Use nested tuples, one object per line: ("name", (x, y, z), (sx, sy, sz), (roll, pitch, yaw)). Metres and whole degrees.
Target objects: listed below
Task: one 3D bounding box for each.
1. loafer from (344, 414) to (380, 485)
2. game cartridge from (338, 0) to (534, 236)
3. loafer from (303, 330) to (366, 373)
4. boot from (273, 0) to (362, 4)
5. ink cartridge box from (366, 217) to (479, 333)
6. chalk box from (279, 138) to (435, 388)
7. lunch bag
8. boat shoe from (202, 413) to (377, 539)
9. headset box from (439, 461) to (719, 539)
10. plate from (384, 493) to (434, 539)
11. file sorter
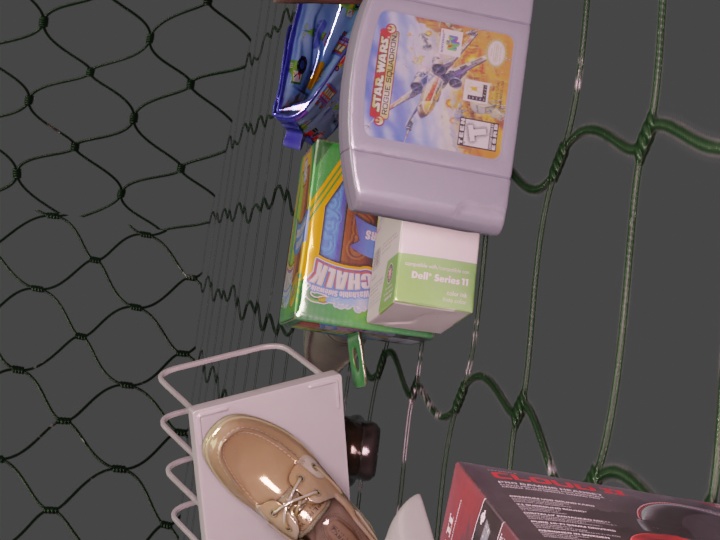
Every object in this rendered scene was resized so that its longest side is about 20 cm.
("loafer", (-0.031, 0.169, 1.666), (0.200, 0.071, 0.073), (138, 140, -75))
("game cartridge", (0.053, -0.134, 1.262), (0.042, 0.133, 0.200), (165, 113, -71))
("loafer", (-0.017, 0.043, 1.714), (0.070, 0.070, 0.200), (-78, 5, -46))
("boot", (0.029, -0.266, 1.323), (0.187, 0.200, 0.064), (109, 166, -47))
("ink cartridge box", (0.056, -0.059, 1.368), (0.117, 0.067, 0.200), (136, 141, -76))
("chalk box", (0.000, 0.000, 1.480), (0.125, 0.124, 0.200), (151, 128, -79))
("lunch bag", (-0.028, -0.213, 1.719), (0.151, 0.094, 0.200), (34, -103, -81))
("boat shoe", (-0.051, 0.195, 1.454), (0.072, 0.200, 0.065), (-47, 26, -6))
("headset box", (0.111, 0.132, 0.604), (0.200, 0.148, 0.075), (-133, 54, -79))
("plate", (0.025, 0.303, 1.324), (0.200, 0.032, 0.200), (-105, 26, -67))
("file sorter", (-0.099, 0.180, 1.538), (0.124, 0.139, 0.200), (32, 130, 58))
